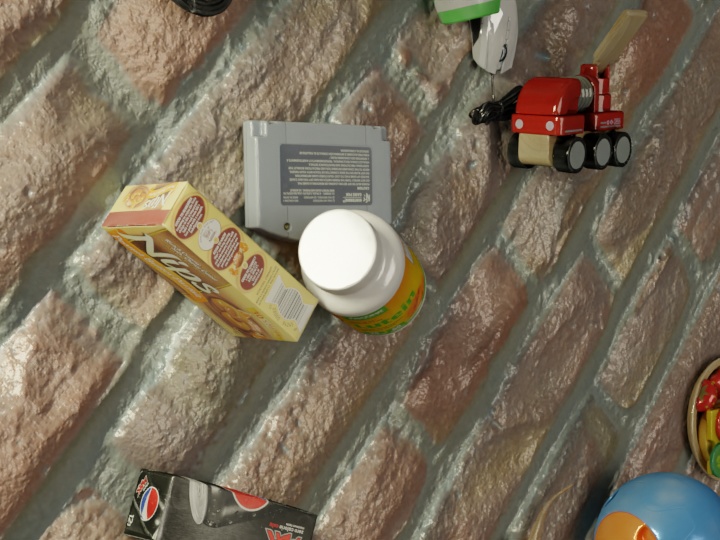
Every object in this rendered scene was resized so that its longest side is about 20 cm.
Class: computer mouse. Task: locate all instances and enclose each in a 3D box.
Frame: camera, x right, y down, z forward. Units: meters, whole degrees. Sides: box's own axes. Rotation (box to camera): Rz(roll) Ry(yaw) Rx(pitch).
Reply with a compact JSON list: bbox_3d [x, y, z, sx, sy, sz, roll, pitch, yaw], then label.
[{"bbox_3d":[0.173,-0.289,1.566,0.109,0.044,0.203,-14,100,-40],"label":"computer mouse"}]

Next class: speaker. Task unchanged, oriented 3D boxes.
[{"bbox_3d":[0.114,-0.403,1.485,0.088,0.088,0.203,-21,105,-39],"label":"speaker"}]

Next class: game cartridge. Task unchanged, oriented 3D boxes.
[{"bbox_3d":[-0.047,-0.097,1.378,0.198,0.041,0.135,-3,97,-42],"label":"game cartridge"}]

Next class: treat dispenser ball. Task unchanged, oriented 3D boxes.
[{"bbox_3d":[0.419,0.379,1.694,0.199,0.200,0.204,-1,91,-42],"label":"treat dispenser ball"}]

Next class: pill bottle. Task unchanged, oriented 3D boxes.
[{"bbox_3d":[0.000,0.000,1.314,0.200,0.110,0.113,42,59,-72],"label":"pill bottle"}]

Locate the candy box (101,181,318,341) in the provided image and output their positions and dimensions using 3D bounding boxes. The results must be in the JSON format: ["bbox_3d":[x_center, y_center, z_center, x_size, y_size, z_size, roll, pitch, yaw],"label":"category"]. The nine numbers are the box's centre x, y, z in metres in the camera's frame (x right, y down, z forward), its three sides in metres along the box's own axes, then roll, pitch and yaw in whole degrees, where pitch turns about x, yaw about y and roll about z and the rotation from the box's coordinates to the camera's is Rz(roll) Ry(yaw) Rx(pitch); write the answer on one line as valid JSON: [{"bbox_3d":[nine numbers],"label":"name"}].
[{"bbox_3d":[-0.148,-0.006,1.234,0.200,0.115,0.056,44,62,-33],"label":"candy box"}]

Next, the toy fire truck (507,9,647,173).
[{"bbox_3d":[0.287,-0.232,1.587,0.175,0.128,0.203,-11,105,-47],"label":"toy fire truck"}]

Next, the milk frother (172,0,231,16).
[{"bbox_3d":[-0.132,-0.365,1.190,0.181,0.187,0.201,-48,117,-19],"label":"milk frother"}]

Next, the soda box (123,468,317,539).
[{"bbox_3d":[-0.141,0.262,1.281,0.199,0.063,0.072,24,75,-40],"label":"soda box"}]

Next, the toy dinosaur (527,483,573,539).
[{"bbox_3d":[0.223,0.376,1.627,0.106,0.060,0.203,17,84,-65],"label":"toy dinosaur"}]

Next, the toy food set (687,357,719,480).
[{"bbox_3d":[0.580,0.235,1.939,0.198,0.048,0.201,-5,94,-42],"label":"toy food set"}]
